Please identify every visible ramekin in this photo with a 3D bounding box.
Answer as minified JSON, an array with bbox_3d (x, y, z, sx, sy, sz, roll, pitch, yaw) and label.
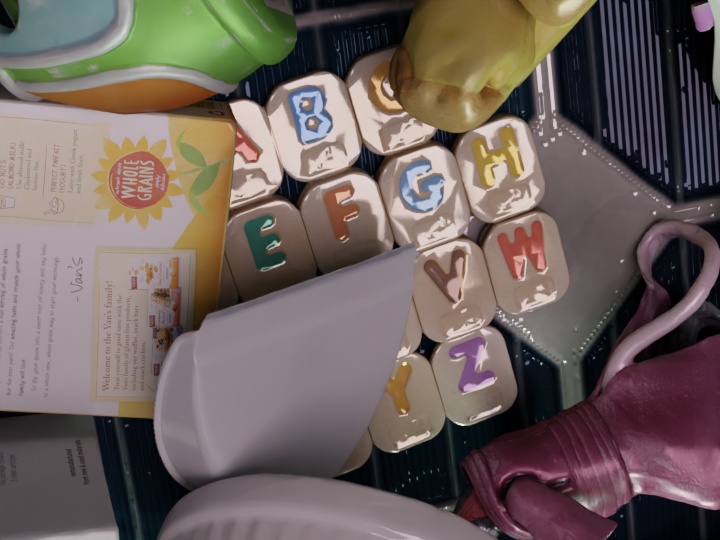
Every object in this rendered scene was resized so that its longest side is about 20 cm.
[{"bbox_3d":[-0.008,0.183,0.722,0.202,0.202,0.095,34,51,-20],"label":"ramekin"}]

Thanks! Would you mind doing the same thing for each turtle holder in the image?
[{"bbox_3d":[-0.107,-0.148,0.659,0.131,0.141,0.186,-27,118,12],"label":"turtle holder"}]

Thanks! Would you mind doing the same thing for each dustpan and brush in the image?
[{"bbox_3d":[-0.046,0.083,0.761,0.139,0.057,0.201,-19,125,-42],"label":"dustpan and brush"}]

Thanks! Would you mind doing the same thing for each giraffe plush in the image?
[{"bbox_3d":[0.049,-0.180,0.693,0.162,0.173,0.200,43,103,1],"label":"giraffe plush"}]

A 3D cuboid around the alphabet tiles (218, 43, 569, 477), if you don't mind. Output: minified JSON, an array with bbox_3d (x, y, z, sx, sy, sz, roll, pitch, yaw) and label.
[{"bbox_3d":[0.000,0.000,0.791,0.199,0.015,0.197,-19,109,-8],"label":"alphabet tiles"}]

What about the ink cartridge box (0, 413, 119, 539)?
[{"bbox_3d":[-0.205,0.159,0.713,0.199,0.145,0.146,-5,107,-12],"label":"ink cartridge box"}]

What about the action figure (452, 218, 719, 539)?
[{"bbox_3d":[0.112,0.087,0.781,0.199,0.134,0.150,-23,109,-10],"label":"action figure"}]

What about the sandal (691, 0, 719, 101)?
[{"bbox_3d":[0.170,-0.137,0.733,0.050,0.203,0.083,38,86,22],"label":"sandal"}]

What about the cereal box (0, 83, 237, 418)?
[{"bbox_3d":[-0.160,-0.010,0.722,0.199,0.040,0.145,5,109,-11],"label":"cereal box"}]
